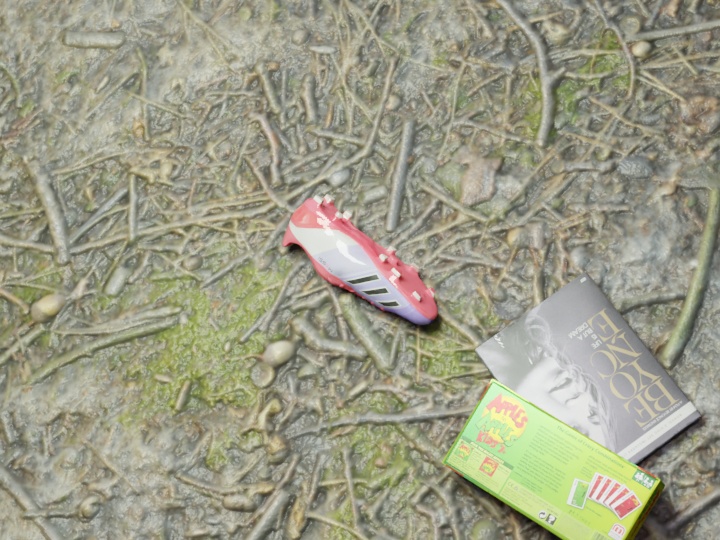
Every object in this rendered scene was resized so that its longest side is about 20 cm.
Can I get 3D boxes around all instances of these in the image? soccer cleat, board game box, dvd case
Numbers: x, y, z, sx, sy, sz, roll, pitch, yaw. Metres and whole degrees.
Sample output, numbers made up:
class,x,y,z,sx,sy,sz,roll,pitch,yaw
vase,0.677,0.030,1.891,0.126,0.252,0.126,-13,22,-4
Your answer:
class,x,y,z,sx,sy,sz,roll,pitch,yaw
soccer cleat,0.000,0.000,1.763,0.200,0.067,0.077,42,111,16
board game box,0.193,0.205,1.634,0.199,0.048,0.102,31,86,22
dvd case,0.236,0.118,1.693,0.148,0.016,0.200,-34,68,-5
